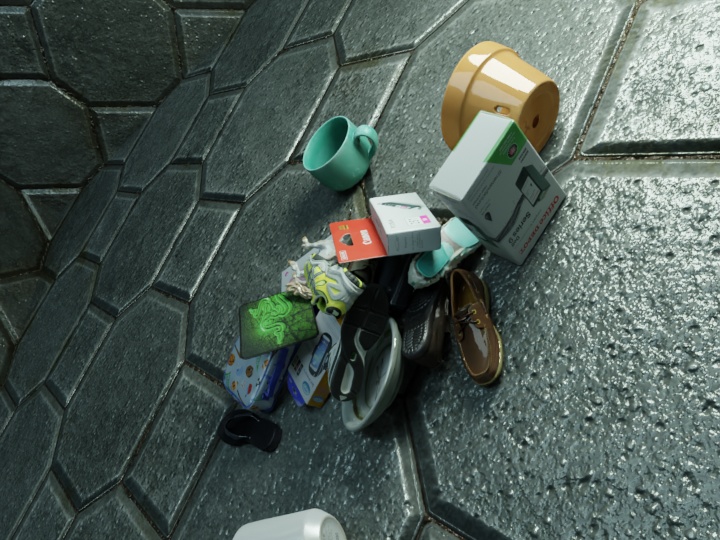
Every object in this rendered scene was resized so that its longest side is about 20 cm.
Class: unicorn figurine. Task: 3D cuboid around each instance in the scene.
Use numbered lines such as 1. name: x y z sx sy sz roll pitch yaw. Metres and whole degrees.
1. unicorn figurine: -0.078 -0.030 1.313 0.135 0.073 0.205 16 87 40

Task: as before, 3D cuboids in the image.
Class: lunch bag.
1. lunch bag: -0.206 0.192 1.316 0.159 0.075 0.205 22 91 49

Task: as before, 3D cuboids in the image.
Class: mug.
1. mug: -0.038 -0.262 1.466 0.154 0.114 0.184 -57 37 -4
2. mug: -0.092 0.463 0.975 0.151 0.189 0.150 -28 10 18

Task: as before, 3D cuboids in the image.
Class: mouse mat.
1. mouse mat: -0.169 0.100 1.265 0.157 0.008 0.201 -17 29 -3

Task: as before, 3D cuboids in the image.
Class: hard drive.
1. hard drive: 0.049 0.023 1.158 0.199 0.042 0.138 -21 44 67

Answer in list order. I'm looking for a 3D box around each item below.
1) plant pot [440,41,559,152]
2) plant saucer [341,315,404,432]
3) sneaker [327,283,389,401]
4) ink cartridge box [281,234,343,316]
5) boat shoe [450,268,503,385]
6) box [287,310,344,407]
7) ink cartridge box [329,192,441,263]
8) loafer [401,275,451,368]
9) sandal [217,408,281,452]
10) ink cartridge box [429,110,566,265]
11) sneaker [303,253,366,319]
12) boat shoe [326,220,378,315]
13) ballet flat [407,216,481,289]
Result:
1. plant pot: 0.256 -0.282 1.103 0.139 0.200 0.202 31 86 36
2. plant saucer: 0.030 0.179 1.068 0.202 0.049 0.202 -90 26 -52
3. sneaker: -0.018 0.112 1.088 0.115 0.074 0.205 -151 80 -73
4. ink cartridge box: -0.096 0.036 1.363 0.195 0.043 0.203 -35 40 25
5. boat shoe: 0.174 0.085 0.994 0.071 0.067 0.204 -30 43 29
6. box: -0.075 0.166 1.218 0.203 0.041 0.119 -62 34 13
7. ink cartridge box: 0.035 -0.079 1.082 0.169 0.045 0.201 -7 24 -5
8. loafer: 0.117 0.087 1.061 0.072 0.071 0.202 -25 29 37
9. sandal: -0.237 0.324 1.295 0.197 0.043 0.078 -8 56 45
10. ink cartridge box: 0.223 -0.126 0.994 0.148 0.199 0.084 -55 39 -2
11. sneaker: -0.064 0.026 1.068 0.077 0.075 0.199 -55 21 -7
12. boat shoe: 0.000 0.000 1.162 0.071 0.075 0.203 19 78 56
13. ballet flat: 0.148 -0.035 1.082 0.198 0.073 0.071 -36 28 -28
